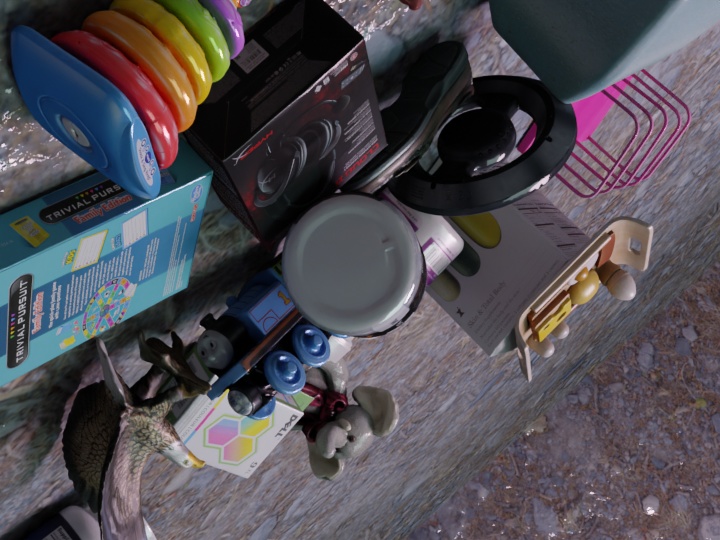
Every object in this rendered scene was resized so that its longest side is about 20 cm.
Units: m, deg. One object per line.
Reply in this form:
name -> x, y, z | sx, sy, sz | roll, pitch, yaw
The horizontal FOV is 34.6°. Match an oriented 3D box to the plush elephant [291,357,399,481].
plush elephant -> -0.049, 0.181, 1.449 | 0.165, 0.155, 0.199 | -52, 158, 20

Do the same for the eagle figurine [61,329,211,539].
eagle figurine -> -0.219, 0.168, 1.097 | 0.201, 0.150, 0.152 | -54, 170, 3

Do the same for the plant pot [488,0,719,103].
plant pot -> 0.236, -0.275, 1.092 | 0.195, 0.196, 0.201 | -29, 161, -37

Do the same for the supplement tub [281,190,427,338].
supplement tub -> 0.000, 0.000, 1.060 | 0.123, 0.123, 0.200 | -45, 172, 1

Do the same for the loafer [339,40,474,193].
loafer -> 0.051, -0.132, 1.097 | 0.201, 0.071, 0.063 | -53, 131, -23

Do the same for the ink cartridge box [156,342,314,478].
ink cartridge box -> -0.135, 0.166, 1.286 | 0.104, 0.059, 0.199 | -49, 136, 10

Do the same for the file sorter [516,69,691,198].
file sorter -> 0.333, -0.187, 1.535 | 0.199, 0.125, 0.140 | -17, 146, -52

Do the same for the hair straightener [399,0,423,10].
hair straightener -> 0.081, -0.309, 0.944 | 0.077, 0.041, 0.201 | -31, 151, -35

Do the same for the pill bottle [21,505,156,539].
pill bottle -> -0.325, 0.330, 1.261 | 0.199, 0.111, 0.111 | -36, 158, -23

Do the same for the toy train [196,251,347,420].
toy train -> -0.087, 0.062, 1.154 | 0.087, 0.114, 0.200 | -41, -178, 41

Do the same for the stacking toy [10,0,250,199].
stacking toy -> -0.121, -0.156, 0.766 | 0.200, 0.109, 0.116 | -49, 160, -22

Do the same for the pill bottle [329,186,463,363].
pill bottle -> 0.012, 0.004, 1.293 | 0.200, 0.112, 0.112 | -45, 160, 2

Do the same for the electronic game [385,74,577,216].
electronic game -> 0.115, -0.126, 1.137 | 0.199, 0.199, 0.042 | -39, 134, -17

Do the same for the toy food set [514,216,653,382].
toy food set -> 0.255, 0.037, 1.320 | 0.200, 0.060, 0.144 | -44, 159, -6

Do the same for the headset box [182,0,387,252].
headset box -> -0.061, -0.116, 0.969 | 0.149, 0.077, 0.200 | -42, 158, -10

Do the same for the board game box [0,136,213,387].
board game box -> -0.218, -0.006, 0.914 | 0.199, 0.047, 0.152 | -30, 155, -36

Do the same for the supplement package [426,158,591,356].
supplement package -> 0.160, -0.026, 1.396 | 0.152, 0.200, 0.150 | -53, 158, 22
